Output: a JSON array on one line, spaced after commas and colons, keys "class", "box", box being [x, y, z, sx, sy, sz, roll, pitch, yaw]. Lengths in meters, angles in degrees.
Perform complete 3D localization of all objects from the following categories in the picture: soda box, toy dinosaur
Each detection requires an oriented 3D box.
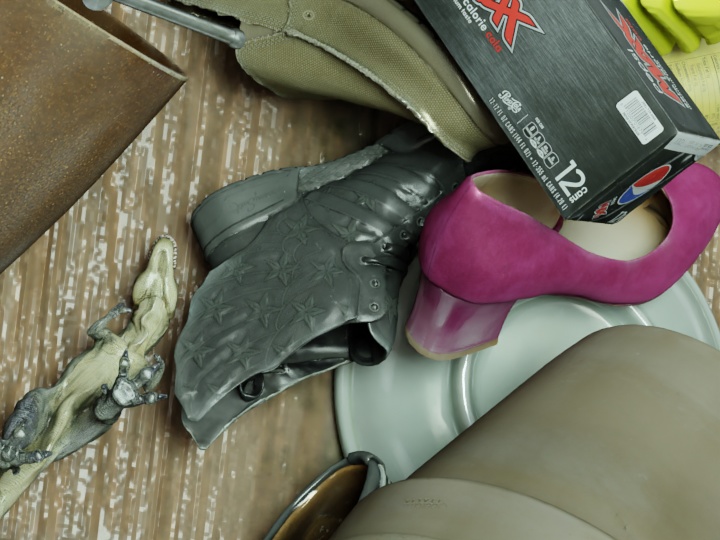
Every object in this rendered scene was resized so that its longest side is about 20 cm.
[{"class": "soda box", "box": [0.067, -0.117, 1.077, 0.063, 0.071, 0.200, -38, 76, 19]}, {"class": "toy dinosaur", "box": [-0.131, 0.065, 1.092, 0.047, 0.088, 0.200, 45, 74, -6]}]

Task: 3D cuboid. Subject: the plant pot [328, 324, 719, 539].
[{"class": "plant pot", "box": [0.099, 0.121, 1.056, 0.200, 0.200, 0.174, 40, 55, -7]}]

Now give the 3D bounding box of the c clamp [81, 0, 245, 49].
[{"class": "c clamp", "box": [-0.155, -0.167, 1.088, 0.171, 0.200, 0.027, 20, 113, -36]}]

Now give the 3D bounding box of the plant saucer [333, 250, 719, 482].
[{"class": "plant saucer", "box": [0.089, 0.057, 1.174, 0.199, 0.050, 0.201, 2, 83, -15]}]

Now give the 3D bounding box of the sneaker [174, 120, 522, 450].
[{"class": "sneaker", "box": [0.000, -0.001, 1.138, 0.199, 0.060, 0.104, -19, 66, -8]}]

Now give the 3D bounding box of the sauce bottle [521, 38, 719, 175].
[{"class": "sauce bottle", "box": [0.170, -0.091, 1.211, 0.199, 0.065, 0.065, -12, 86, -18]}]

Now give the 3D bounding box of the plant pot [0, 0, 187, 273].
[{"class": "plant pot", "box": [-0.205, -0.052, 1.052, 0.187, 0.187, 0.200, 34, 94, -9]}]

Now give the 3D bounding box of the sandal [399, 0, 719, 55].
[{"class": "sandal", "box": [0.087, -0.157, 1.155, 0.199, 0.080, 0.087, 17, 79, 13]}]

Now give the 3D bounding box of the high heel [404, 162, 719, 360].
[{"class": "high heel", "box": [0.103, -0.031, 1.123, 0.200, 0.096, 0.067, -19, 54, -33]}]

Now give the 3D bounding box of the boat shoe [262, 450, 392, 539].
[{"class": "boat shoe", "box": [-0.049, 0.154, 1.088, 0.200, 0.072, 0.068, -39, 122, -35]}]

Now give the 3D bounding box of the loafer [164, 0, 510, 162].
[{"class": "loafer", "box": [-0.012, -0.102, 1.132, 0.200, 0.076, 0.068, 39, 98, 31]}]
